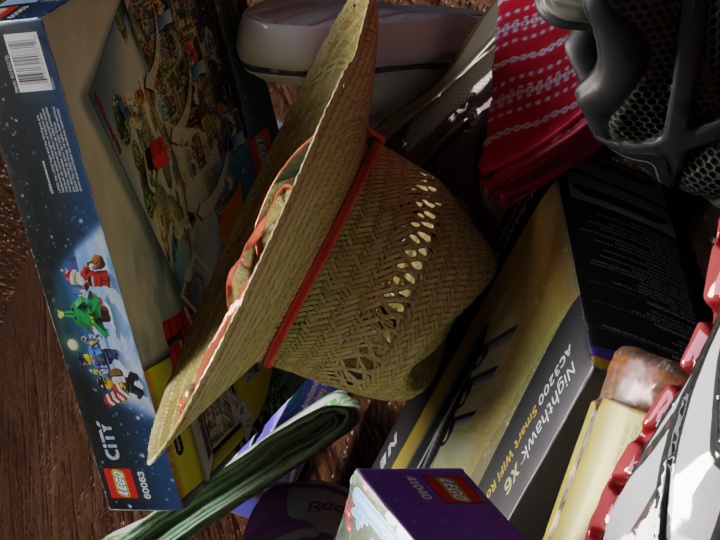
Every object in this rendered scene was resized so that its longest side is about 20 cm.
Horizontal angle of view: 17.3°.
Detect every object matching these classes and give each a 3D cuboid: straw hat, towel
[{"bbox_3d":[0.000,0.000,0.826,0.201,0.085,0.202,-155,90,-84],"label":"straw hat"},{"bbox_3d":[-0.066,0.098,1.040,0.152,0.023,0.200,-33,-3,1],"label":"towel"},{"bbox_3d":[0.101,-0.119,0.845,0.144,0.022,0.201,-32,31,28],"label":"towel"}]

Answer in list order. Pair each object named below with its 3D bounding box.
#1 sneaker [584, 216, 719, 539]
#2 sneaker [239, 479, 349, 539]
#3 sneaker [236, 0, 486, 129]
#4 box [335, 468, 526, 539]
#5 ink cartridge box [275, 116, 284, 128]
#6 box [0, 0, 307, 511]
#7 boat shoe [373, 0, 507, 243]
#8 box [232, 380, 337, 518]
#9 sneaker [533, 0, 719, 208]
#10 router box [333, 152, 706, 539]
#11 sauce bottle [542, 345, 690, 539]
[{"bbox_3d":[0.109,0.048,0.583,0.098,0.070,0.202,-161,92,-79],"label":"sneaker"},{"bbox_3d":[-0.050,0.168,1.075,0.200,0.072,0.115,-46,20,43],"label":"sneaker"},{"bbox_3d":[0.017,-0.076,0.995,0.073,0.199,0.071,13,100,33],"label":"sneaker"},{"bbox_3d":[0.039,0.159,0.585,0.200,0.039,0.138,47,126,49],"label":"box"},{"bbox_3d":[-0.051,-0.034,1.064,0.117,0.199,0.068,-125,56,-74],"label":"ink cartridge box"},{"bbox_3d":[-0.077,-0.026,0.928,0.137,0.037,0.201,-45,-54,-54],"label":"box"},{"bbox_3d":[0.049,-0.033,0.939,0.200,0.072,0.072,-50,35,20],"label":"boat shoe"},{"bbox_3d":[-0.042,0.045,1.268,0.200,0.041,0.120,-103,35,-62],"label":"box"},{"bbox_3d":[0.120,-0.110,0.683,0.200,0.114,0.076,-59,19,32],"label":"sneaker"},{"bbox_3d":[0.050,0.077,0.816,0.158,0.052,0.201,-94,27,-61],"label":"router box"},{"bbox_3d":[0.067,0.124,0.661,0.066,0.066,0.201,-155,84,-77],"label":"sauce bottle"}]
